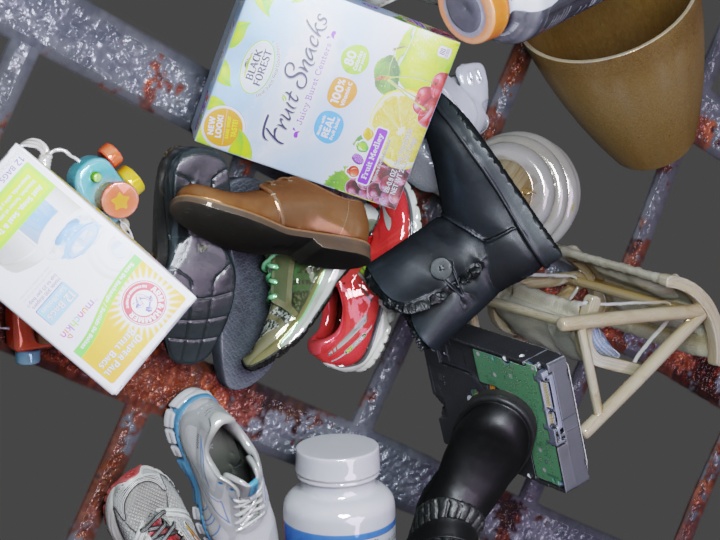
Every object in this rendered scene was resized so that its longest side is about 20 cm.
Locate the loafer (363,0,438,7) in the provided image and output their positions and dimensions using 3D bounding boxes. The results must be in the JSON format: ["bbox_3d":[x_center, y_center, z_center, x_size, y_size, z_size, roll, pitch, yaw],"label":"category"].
[{"bbox_3d":[0.085,-0.285,1.764,0.200,0.070,0.070,-26,105,-28],"label":"loafer"}]

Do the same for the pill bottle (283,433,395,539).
[{"bbox_3d":[-0.020,0.267,1.788,0.112,0.112,0.200,-9,105,-32],"label":"pill bottle"}]

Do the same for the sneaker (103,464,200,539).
[{"bbox_3d":[-0.171,0.266,1.704,0.078,0.082,0.200,-37,118,-22],"label":"sneaker"}]

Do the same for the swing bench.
[{"bbox_3d":[0.230,0.053,1.856,0.200,0.199,0.130,-25,113,-28],"label":"swing bench"}]

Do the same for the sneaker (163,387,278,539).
[{"bbox_3d":[-0.120,0.208,1.724,0.075,0.087,0.200,-36,119,-24],"label":"sneaker"}]

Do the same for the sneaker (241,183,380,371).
[{"bbox_3d":[-0.066,0.003,1.703,0.089,0.077,0.200,33,73,1],"label":"sneaker"}]

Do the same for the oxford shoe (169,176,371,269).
[{"bbox_3d":[-0.081,-0.054,1.623,0.200,0.071,0.071,13,69,-33],"label":"oxford shoe"}]

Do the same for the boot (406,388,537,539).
[{"bbox_3d":[0.095,0.229,1.733,0.158,0.079,0.211,-60,174,-54],"label":"boot"}]

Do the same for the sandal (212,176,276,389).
[{"bbox_3d":[-0.113,0.012,1.719,0.076,0.043,0.200,1,90,-41],"label":"sandal"}]

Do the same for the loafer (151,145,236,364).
[{"bbox_3d":[-0.157,-0.016,1.657,0.073,0.072,0.200,1,100,-28],"label":"loafer"}]

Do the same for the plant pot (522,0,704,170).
[{"bbox_3d":[0.276,-0.203,1.860,0.186,0.186,0.200,-44,133,-19],"label":"plant pot"}]

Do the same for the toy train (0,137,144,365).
[{"bbox_3d":[-0.251,-0.015,1.605,0.150,0.056,0.200,-3,102,-34],"label":"toy train"}]

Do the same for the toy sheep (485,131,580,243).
[{"bbox_3d":[0.158,-0.074,1.825,0.200,0.138,0.138,-21,118,-71],"label":"toy sheep"}]

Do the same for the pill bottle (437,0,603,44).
[{"bbox_3d":[0.164,-0.279,1.722,0.200,0.106,0.106,-31,116,-37],"label":"pill bottle"}]

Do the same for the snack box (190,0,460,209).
[{"bbox_3d":[-0.034,-0.168,1.655,0.200,0.068,0.169,18,102,-13],"label":"snack box"}]

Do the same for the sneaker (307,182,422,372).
[{"bbox_3d":[0.000,0.000,1.769,0.085,0.077,0.200,15,89,-27],"label":"sneaker"}]

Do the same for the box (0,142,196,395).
[{"bbox_3d":[-0.248,-0.002,1.531,0.200,0.101,0.113,42,85,-9],"label":"box"}]

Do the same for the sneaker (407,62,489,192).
[{"bbox_3d":[0.050,-0.184,1.764,0.115,0.075,0.200,-46,113,-30],"label":"sneaker"}]

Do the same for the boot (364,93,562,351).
[{"bbox_3d":[0.069,-0.043,1.704,0.168,0.076,0.200,-34,91,8],"label":"boot"}]

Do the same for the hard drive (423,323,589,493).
[{"bbox_3d":[0.142,0.130,1.813,0.038,0.200,0.140,-25,112,-28],"label":"hard drive"}]
